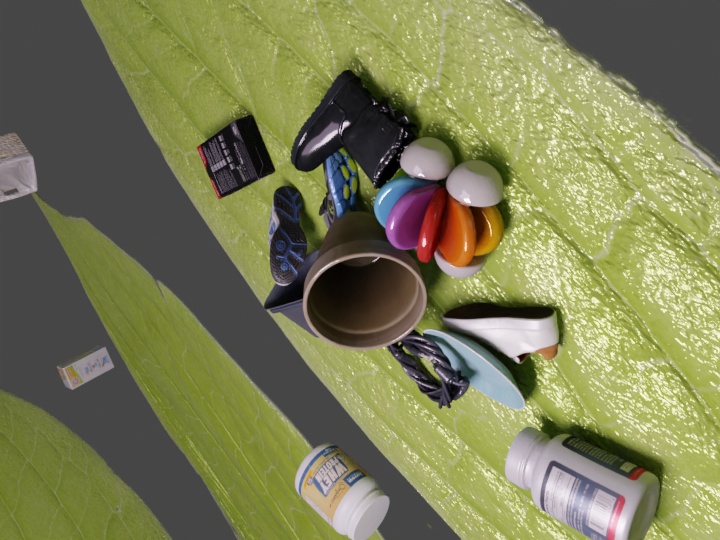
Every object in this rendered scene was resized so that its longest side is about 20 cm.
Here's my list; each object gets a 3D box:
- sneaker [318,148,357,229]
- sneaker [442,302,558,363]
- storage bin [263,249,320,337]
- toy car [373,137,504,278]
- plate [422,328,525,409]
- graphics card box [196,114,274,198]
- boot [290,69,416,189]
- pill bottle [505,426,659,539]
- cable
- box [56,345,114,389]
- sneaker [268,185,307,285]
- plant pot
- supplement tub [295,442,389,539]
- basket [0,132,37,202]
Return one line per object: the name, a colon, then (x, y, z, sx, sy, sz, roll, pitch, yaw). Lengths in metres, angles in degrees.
sneaker: (-0.045, -0.125, 1.140, 0.081, 0.070, 0.204, 16, 127, 36)
sneaker: (0.209, 0.101, 0.975, 0.197, 0.072, 0.087, 3, 113, 48)
storage bin: (-0.073, 0.048, 1.248, 0.134, 0.147, 0.198, 41, 150, -23)
toy car: (0.102, -0.078, 0.925, 0.198, 0.149, 0.178, 34, 136, 32)
plate: (0.185, 0.151, 1.025, 0.199, 0.026, 0.201, 38, 167, 10)
graphics card box: (-0.269, -0.237, 1.357, 0.198, 0.050, 0.128, -12, 103, 54)
boot: (-0.012, -0.196, 1.011, 0.163, 0.073, 0.199, 47, 117, 19)
pill bottle: (0.320, 0.313, 0.940, 0.198, 0.118, 0.122, 21, 128, 42)
cable: (0.106, 0.172, 1.114, 0.162, 0.051, 0.201, 38, 162, 7)
box: (-1.201, 0.421, 2.786, 0.111, 0.198, 0.104, -3, 112, 50)
sneaker: (-0.146, -0.062, 1.261, 0.077, 0.074, 0.205, 121, 153, -62)
plant pot: (0.000, 0.000, 1.057, 0.175, 0.194, 0.204, -99, 12, -51)
supplement tub: (-0.043, 0.517, 1.490, 0.198, 0.143, 0.148, 30, 134, 34)
basket: (-1.404, -0.403, 2.506, 0.162, 0.196, 0.201, 49, 142, 18)
